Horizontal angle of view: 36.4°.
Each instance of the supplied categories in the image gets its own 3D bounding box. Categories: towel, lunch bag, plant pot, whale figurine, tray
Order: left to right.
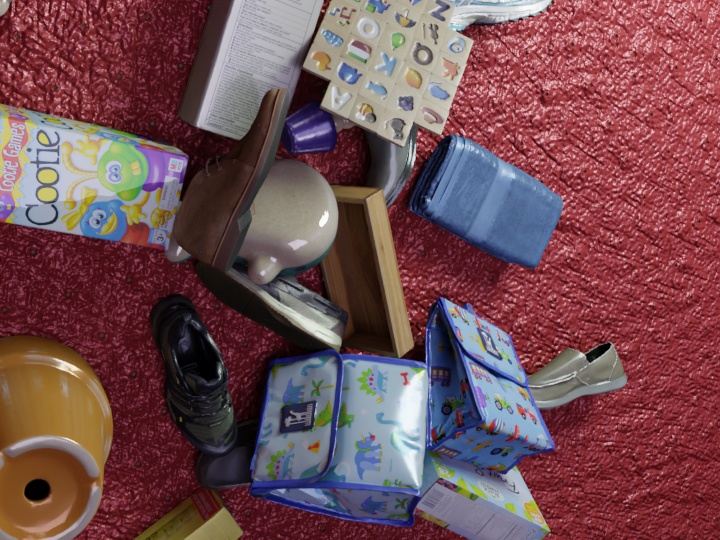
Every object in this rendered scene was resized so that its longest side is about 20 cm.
[{"bbox_3d":[-0.348,0.193,1.146,0.197,0.183,0.204,-7,109,-23],"label":"plant pot"},{"bbox_3d":[-0.124,-0.048,1.227,0.197,0.161,0.104,-11,154,-9],"label":"whale figurine"},{"bbox_3d":[-0.023,0.191,1.275,0.196,0.172,0.128,6,146,1],"label":"lunch bag"},{"bbox_3d":[0.000,0.000,1.299,0.037,0.098,0.203,-34,120,-41],"label":"tray"},{"bbox_3d":[0.147,0.135,1.380,0.094,0.203,0.150,-33,140,32],"label":"lunch bag"},{"bbox_3d":[0.161,-0.086,1.380,0.198,0.048,0.113,26,94,-28],"label":"towel"}]

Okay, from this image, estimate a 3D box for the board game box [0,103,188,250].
[{"bbox_3d":[-0.294,-0.097,1.129,0.197,0.103,0.107,10,101,-27],"label":"board game box"}]

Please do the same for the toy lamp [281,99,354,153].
[{"bbox_3d":[0.005,-0.176,1.202,0.198,0.058,0.059,-24,114,-24],"label":"toy lamp"}]

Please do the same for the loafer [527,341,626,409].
[{"bbox_3d":[0.275,0.140,1.497,0.197,0.075,0.071,-10,98,-27],"label":"loafer"}]

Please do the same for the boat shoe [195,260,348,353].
[{"bbox_3d":[-0.100,0.028,1.285,0.200,0.072,0.067,34,61,-17],"label":"boat shoe"}]

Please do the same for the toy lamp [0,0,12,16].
[{"bbox_3d":[-0.371,-0.243,1.075,0.058,0.058,0.201,37,87,-29],"label":"toy lamp"}]

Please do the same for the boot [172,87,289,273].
[{"bbox_3d":[-0.132,-0.102,1.124,0.075,0.074,0.202,26,102,2],"label":"boot"}]

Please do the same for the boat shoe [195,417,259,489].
[{"bbox_3d":[-0.103,0.221,1.334,0.197,0.073,0.076,-18,112,-20],"label":"boat shoe"}]

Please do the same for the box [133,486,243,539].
[{"bbox_3d":[-0.240,0.345,1.307,0.199,0.075,0.050,-36,117,-10],"label":"box"}]

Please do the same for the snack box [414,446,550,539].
[{"bbox_3d":[0.129,0.264,1.398,0.198,0.169,0.068,29,110,-28],"label":"snack box"}]

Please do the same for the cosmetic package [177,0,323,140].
[{"bbox_3d":[-0.116,-0.243,1.186,0.102,0.073,0.203,15,98,-29],"label":"cosmetic package"}]

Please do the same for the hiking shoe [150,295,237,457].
[{"bbox_3d":[-0.186,0.134,1.248,0.075,0.101,0.203,-23,110,-14],"label":"hiking shoe"}]

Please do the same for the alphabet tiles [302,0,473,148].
[{"bbox_3d":[0.033,-0.235,1.192,0.164,0.006,0.202,24,64,-7],"label":"alphabet tiles"}]

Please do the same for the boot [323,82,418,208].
[{"bbox_3d":[0.008,-0.176,1.278,0.129,0.068,0.203,23,88,-24],"label":"boot"}]

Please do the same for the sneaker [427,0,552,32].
[{"bbox_3d":[0.140,-0.330,1.280,0.197,0.077,0.088,-15,108,-21],"label":"sneaker"}]
